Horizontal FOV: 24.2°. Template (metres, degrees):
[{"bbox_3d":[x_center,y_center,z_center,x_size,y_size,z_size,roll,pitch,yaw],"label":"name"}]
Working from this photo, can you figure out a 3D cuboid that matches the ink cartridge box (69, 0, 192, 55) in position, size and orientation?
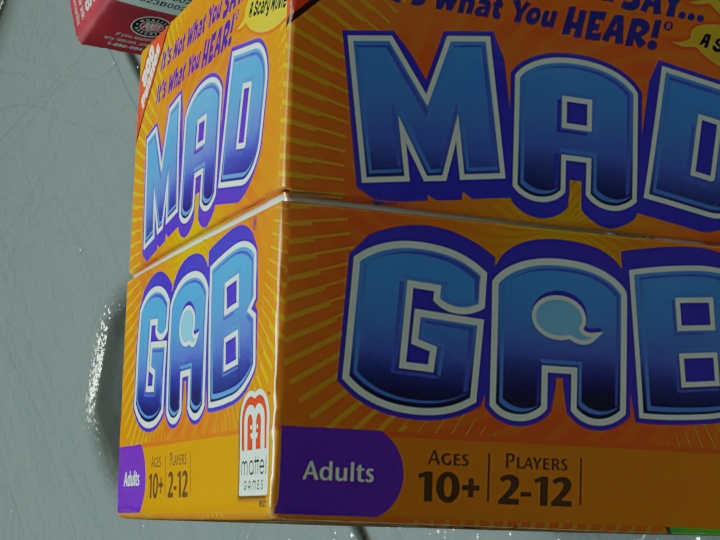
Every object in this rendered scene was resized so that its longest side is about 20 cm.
[{"bbox_3d":[-0.055,-0.221,0.901,0.200,0.145,0.145,-41,51,47],"label":"ink cartridge box"}]

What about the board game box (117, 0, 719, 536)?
[{"bbox_3d":[0.031,-0.001,0.645,0.200,0.200,0.200,160,114,-67],"label":"board game box"}]
